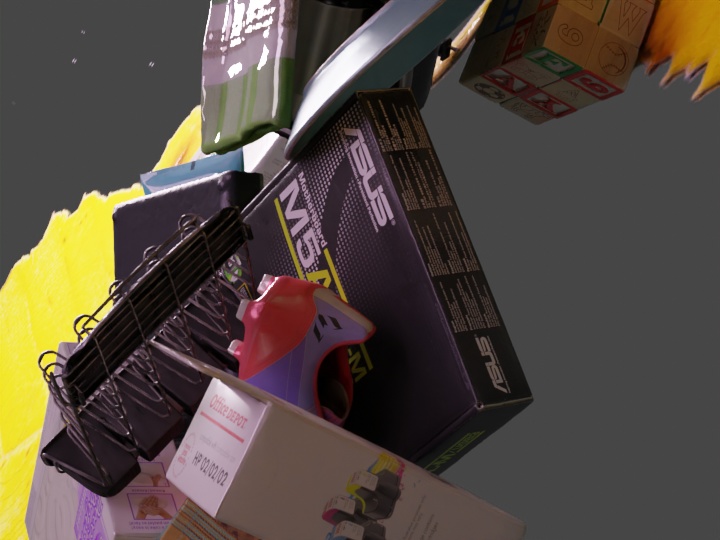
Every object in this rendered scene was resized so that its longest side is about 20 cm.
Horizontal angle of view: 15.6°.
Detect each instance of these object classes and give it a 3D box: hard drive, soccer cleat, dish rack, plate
[{"bbox_3d":[-0.109,0.046,1.677,0.139,0.033,0.202,-13,77,51],"label":"hard drive"},{"bbox_3d":[-0.042,0.092,1.488,0.067,0.076,0.201,-47,-25,-50],"label":"soccer cleat"},{"bbox_3d":[-0.118,0.038,1.458,0.153,0.054,0.200,-47,-19,-17],"label":"dish rack"},{"bbox_3d":[0.025,-0.138,1.517,0.200,0.026,0.200,-41,-1,-1],"label":"plate"}]

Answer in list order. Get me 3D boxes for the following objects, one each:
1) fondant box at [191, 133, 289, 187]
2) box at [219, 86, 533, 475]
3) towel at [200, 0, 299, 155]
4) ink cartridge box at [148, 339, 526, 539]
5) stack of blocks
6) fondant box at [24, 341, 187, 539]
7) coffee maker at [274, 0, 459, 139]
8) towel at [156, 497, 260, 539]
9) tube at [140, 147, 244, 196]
[{"bbox_3d":[-0.066,-0.088,1.969,0.200,0.058,0.145,-49,22,35],"label":"fondant box"},{"bbox_3d":[0.000,0.029,1.505,0.193,0.047,0.201,-43,61,50],"label":"box"},{"bbox_3d":[-0.068,-0.177,1.579,0.149,0.030,0.202,163,111,-71],"label":"towel"},{"bbox_3d":[-0.027,0.112,1.369,0.068,0.199,0.115,-64,18,-3],"label":"ink cartridge box"},{"bbox_3d":[0.139,-0.196,1.566,0.115,0.058,0.201,-17,49,67],"label":"stack of blocks"},{"bbox_3d":[-0.154,0.157,1.610,0.200,0.058,0.145,-117,35,-53],"label":"fondant box"},{"bbox_3d":[0.004,-0.206,1.691,0.192,0.134,0.201,-56,-14,-56],"label":"coffee maker"},{"bbox_3d":[-0.078,0.221,1.485,0.200,0.146,0.022,-55,-12,20],"label":"towel"},{"bbox_3d":[-0.095,0.021,1.725,0.077,0.050,0.201,-15,75,14],"label":"tube"}]
